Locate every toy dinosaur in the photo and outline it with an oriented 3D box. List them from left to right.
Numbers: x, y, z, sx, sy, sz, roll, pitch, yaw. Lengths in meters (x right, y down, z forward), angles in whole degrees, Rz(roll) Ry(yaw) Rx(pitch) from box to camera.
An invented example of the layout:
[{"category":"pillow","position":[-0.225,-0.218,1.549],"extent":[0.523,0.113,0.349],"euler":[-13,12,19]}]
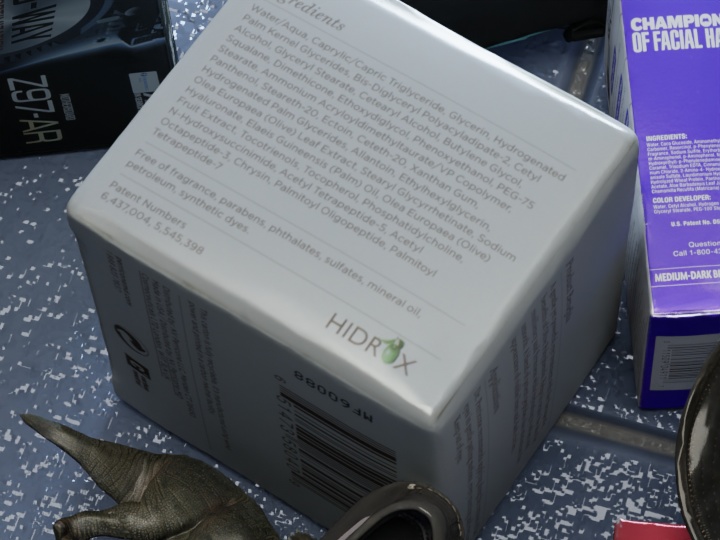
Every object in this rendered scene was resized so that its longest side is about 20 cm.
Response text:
[{"category":"toy dinosaur","position":[-0.074,0.128,1.244],"extent":[0.200,0.077,0.102],"euler":[32,43,29]}]

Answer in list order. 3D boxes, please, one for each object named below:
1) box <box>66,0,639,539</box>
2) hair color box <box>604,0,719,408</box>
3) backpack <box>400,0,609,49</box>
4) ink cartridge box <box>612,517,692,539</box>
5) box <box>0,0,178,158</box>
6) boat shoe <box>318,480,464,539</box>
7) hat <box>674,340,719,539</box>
[{"category":"box","position":[0.000,0.000,1.260],"extent":[0.200,0.199,0.171],"euler":[31,68,16]},{"category":"hair color box","position":[0.156,-0.046,1.327],"extent":[0.065,0.109,0.200],"euler":[-5,64,0]},{"category":"backpack","position":[0.054,-0.221,1.398],"extent":[0.176,0.153,0.200],"euler":[-18,57,0]},{"category":"ink cartridge box","position":[0.206,0.195,1.219],"extent":[0.200,0.083,0.147],"euler":[4,63,5]},{"category":"box","position":[-0.172,-0.120,1.328],"extent":[0.160,0.200,0.044],"euler":[-5,64,-1]},{"category":"boat shoe","position":[-0.029,0.170,1.149],"extent":[0.067,0.057,0.200],"euler":[37,87,5]},{"category":"hat","position":[0.236,0.068,1.181],"extent":[0.201,0.081,0.201],"euler":[2,66,-4]}]
